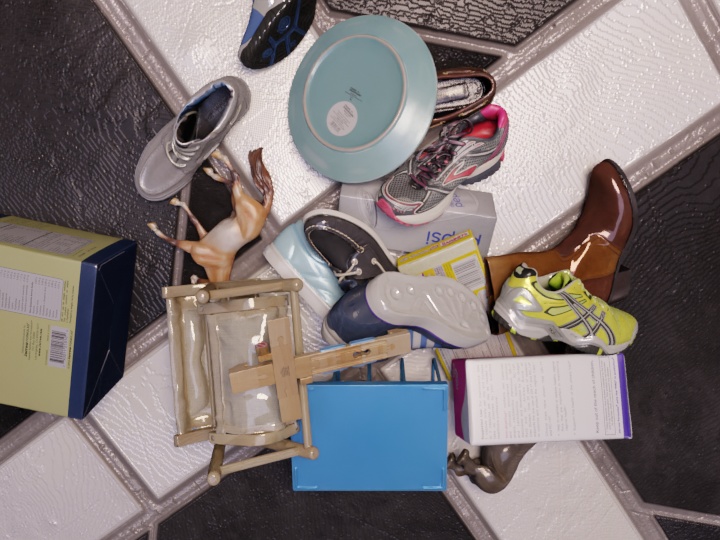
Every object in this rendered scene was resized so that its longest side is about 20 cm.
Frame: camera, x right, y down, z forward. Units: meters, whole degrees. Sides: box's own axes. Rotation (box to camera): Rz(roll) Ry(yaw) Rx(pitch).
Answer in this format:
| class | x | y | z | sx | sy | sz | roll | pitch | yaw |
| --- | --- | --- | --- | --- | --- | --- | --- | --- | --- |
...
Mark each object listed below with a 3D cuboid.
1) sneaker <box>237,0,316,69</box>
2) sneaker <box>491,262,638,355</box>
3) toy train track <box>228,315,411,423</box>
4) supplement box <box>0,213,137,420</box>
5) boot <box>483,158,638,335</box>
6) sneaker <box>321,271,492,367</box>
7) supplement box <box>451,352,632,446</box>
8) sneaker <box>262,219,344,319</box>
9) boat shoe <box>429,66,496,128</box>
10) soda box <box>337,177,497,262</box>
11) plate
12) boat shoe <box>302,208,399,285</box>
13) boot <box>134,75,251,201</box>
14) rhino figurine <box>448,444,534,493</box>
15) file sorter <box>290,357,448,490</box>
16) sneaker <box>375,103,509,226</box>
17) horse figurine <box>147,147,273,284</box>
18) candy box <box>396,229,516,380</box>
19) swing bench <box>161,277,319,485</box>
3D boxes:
| class | x | y | z | sx | sy | sz | roll | pitch | yaw |
| --- | --- | --- | --- | --- | --- | --- | --- | --- | --- |
| sneaker | -0.091 | -0.336 | 0.766 | 0.077 | 0.075 | 0.202 | 37 | 102 | 16 |
| sneaker | 0.253 | 0.046 | 0.759 | 0.195 | 0.076 | 0.078 | 10 | 111 | -22 |
| toy train track | -0.042 | 0.091 | 0.684 | 0.195 | 0.033 | 0.118 | -11 | 110 | -14 |
| supplement box | -0.413 | 0.053 | 0.823 | 0.194 | 0.134 | 0.206 | 11 | 103 | -1 |
| boot | 0.239 | -0.030 | 0.801 | 0.194 | 0.069 | 0.193 | -11 | 116 | -13 |
| sneaker | 0.047 | 0.069 | 0.783 | 0.196 | 0.083 | 0.146 | 15 | 145 | -35 |
| supplement box | 0.219 | 0.158 | 0.805 | 0.194 | 0.101 | 0.107 | -3 | 83 | -3 |
| sneaker | -0.031 | 0.018 | 0.837 | 0.200 | 0.074 | 0.082 | 43 | 97 | -13 |
| boat shoe | 0.068 | -0.205 | 0.784 | 0.195 | 0.070 | 0.072 | -16 | 101 | 6 |
| soda box | 0.068 | -0.067 | 0.809 | 0.194 | 0.064 | 0.070 | 9 | 125 | -1 |
| plate | -0.005 | -0.207 | 0.763 | 0.195 | 0.025 | 0.207 | -2 | 84 | 22 |
| boat shoe | 0.000 | 0.000 | 0.793 | 0.073 | 0.062 | 0.200 | -14 | 140 | 34 |
| boot | -0.218 | -0.161 | 0.788 | 0.073 | 0.096 | 0.200 | 43 | 101 | -8 |
| rhino figurine | 0.206 | 0.216 | 0.882 | 0.086 | 0.060 | 0.202 | 34 | 96 | -5 |
| file sorter | 0.012 | 0.193 | 0.850 | 0.194 | 0.123 | 0.143 | 0 | 104 | 2 |
| sneaker | 0.096 | -0.129 | 0.757 | 0.199 | 0.075 | 0.080 | -38 | 66 | -22 |
| horse figurine | -0.178 | -0.064 | 0.833 | 0.200 | 0.050 | 0.133 | -43 | 98 | 10 |
| candy box | 0.127 | 0.050 | 0.827 | 0.100 | 0.027 | 0.203 | -19 | 122 | 12 |
| swing bench | -0.151 | 0.116 | 0.767 | 0.127 | 0.199 | 0.205 | -6 | 92 | -27 |
